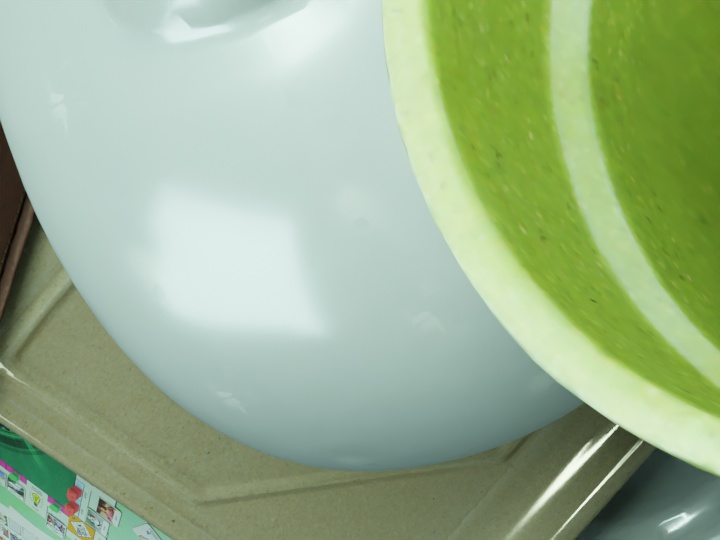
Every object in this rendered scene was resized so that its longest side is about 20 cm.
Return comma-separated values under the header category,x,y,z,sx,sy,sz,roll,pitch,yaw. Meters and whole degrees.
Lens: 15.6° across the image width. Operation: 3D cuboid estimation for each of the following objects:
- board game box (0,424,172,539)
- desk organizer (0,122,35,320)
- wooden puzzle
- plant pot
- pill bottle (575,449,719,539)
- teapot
category,x,y,z,sx,sy,sz,roll,pitch,yaw
board game box,-0.046,0.073,0.801,0.200,0.134,0.029,57,-169,-29
desk organizer,-0.113,-0.069,0.646,0.072,0.200,0.077,23,-168,18
wooden puzzle,0.000,0.000,0.735,0.200,0.185,0.037,38,-174,-22
plant pot,0.134,-0.033,0.448,0.200,0.201,0.184,17,170,34
pill bottle,0.115,0.094,0.901,0.112,0.112,0.200,19,160,29
teapot,0.029,-0.056,0.560,0.146,0.200,0.198,-19,115,31
